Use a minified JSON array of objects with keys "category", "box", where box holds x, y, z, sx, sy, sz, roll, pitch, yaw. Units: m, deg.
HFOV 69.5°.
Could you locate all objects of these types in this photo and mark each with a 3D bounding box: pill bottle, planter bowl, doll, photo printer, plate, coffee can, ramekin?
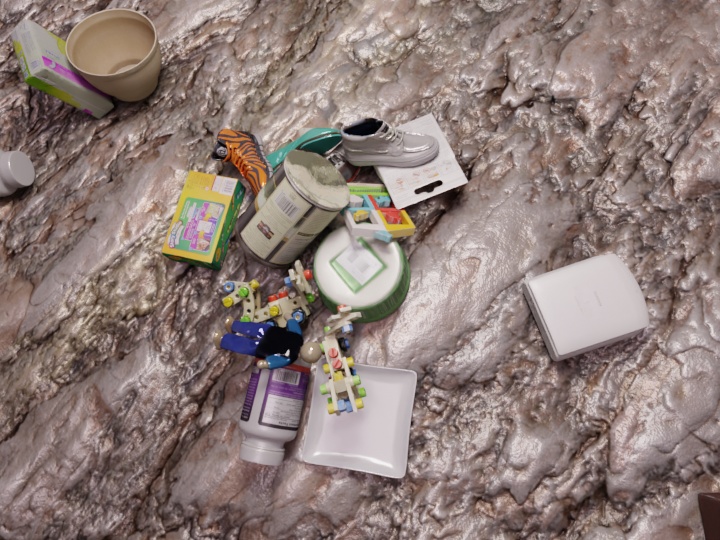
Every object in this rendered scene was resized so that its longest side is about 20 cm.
[{"category":"pill bottle","box":[-0.167,0.260,0.992,0.111,0.111,0.200,10,76,9]},{"category":"planter bowl","box":[-0.557,-0.488,1.219,0.200,0.135,0.201,0,68,-1]},{"category":"doll","box":[-0.163,0.129,0.956,0.200,0.049,0.137,11,42,19]},{"category":"photo printer","box":[0.435,0.065,0.993,0.200,0.069,0.167,-18,74,2]},{"category":"pill bottle","box":[-0.878,-0.222,1.206,0.200,0.112,0.112,-8,74,4]},{"category":"plate","box":[0.000,0.283,1.007,0.199,0.032,0.200,7,76,8]},{"category":"coffee can","box":[-0.136,-0.118,1.024,0.200,0.146,0.146,-42,70,35]},{"category":"ramekin","box":[0.000,0.000,1.047,0.200,0.098,0.200,-2,75,7]}]

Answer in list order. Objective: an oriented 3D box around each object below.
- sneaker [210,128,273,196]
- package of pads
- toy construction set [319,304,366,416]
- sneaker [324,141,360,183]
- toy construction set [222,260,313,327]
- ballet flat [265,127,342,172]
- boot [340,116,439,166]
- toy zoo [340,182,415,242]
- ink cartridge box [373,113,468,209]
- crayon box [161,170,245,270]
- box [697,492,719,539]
[{"category":"sneaker","box":[-0.260,-0.230,1.116,0.112,0.078,0.200,5,44,-34]},{"category":"package of pads","box":[-0.686,-0.463,1.201,0.068,0.200,0.155,-31,73,13]},{"category":"toy construction set","box":[-0.039,0.167,0.959,0.092,0.131,0.200,-3,73,6]},{"category":"sneaker","box":[-0.061,-0.216,1.121,0.077,0.082,0.200,32,81,14]},{"category":"toy construction set","box":[-0.173,0.055,1.044,0.200,0.092,0.131,-19,92,21]},{"category":"ballet flat","box":[-0.133,-0.272,1.135,0.200,0.067,0.070,-28,69,18]},{"category":"boot","box":[0.059,-0.265,1.055,0.200,0.096,0.074,-5,64,8]},{"category":"toy zoo","box":[0.026,-0.117,1.039,0.131,0.020,0.200,-2,39,-20]},{"category":"ink cartridge box","box":[0.117,-0.225,1.106,0.161,0.050,0.200,-21,65,0]},{"category":"crayon box","box":[-0.342,-0.111,1.139,0.119,0.058,0.200,12,77,10]},{"category":"box","box":[0.667,0.442,0.797,0.164,0.200,0.166,-3,75,6]}]
